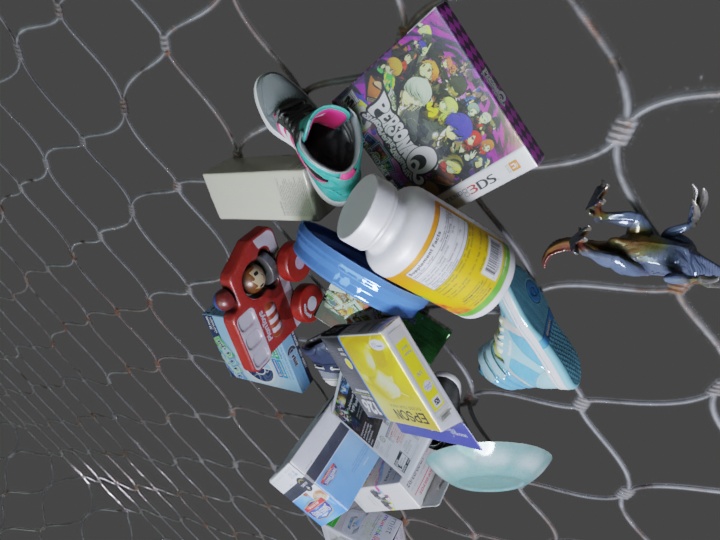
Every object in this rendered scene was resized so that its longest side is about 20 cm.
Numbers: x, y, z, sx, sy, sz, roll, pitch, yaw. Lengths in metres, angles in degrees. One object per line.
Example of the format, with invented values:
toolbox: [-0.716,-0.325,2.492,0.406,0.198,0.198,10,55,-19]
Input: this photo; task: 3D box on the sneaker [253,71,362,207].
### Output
sneaker: [-0.063,-0.179,0.651,0.201,0.083,0.121,53,165,2]

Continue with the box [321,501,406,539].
box: [0.018,0.654,1.270,0.175,0.097,0.201,12,128,30]

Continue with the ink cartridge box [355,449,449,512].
ink cartridge box: [0.077,0.379,1.000,0.068,0.115,0.199,50,135,-10]

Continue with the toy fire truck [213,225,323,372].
toy fire truck: [-0.159,0.042,0.867,0.111,0.168,0.201,6,126,31]

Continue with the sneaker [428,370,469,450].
sneaker: [0.133,0.272,0.891,0.070,0.099,0.201,8,128,28]

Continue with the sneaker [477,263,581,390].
sneaker: [0.195,0.088,0.721,0.130,0.080,0.201,-21,108,42]

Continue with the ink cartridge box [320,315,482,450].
ink cartridge box: [0.043,0.159,0.721,0.201,0.047,0.197,60,153,-5]

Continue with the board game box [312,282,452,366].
board game box: [0.032,0.082,0.834,0.199,0.023,0.105,34,102,10]

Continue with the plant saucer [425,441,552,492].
plant saucer: [0.204,0.320,0.851,0.199,0.039,0.202,2,145,1]

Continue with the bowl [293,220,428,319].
bowl: [0.000,0.000,0.714,0.200,0.201,0.040,32,99,10]

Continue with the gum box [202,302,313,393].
gum box: [-0.207,0.154,1.077,0.199,0.045,0.171,5,126,33]

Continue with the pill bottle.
pill bottle: [0.076,-0.030,0.634,0.199,0.112,0.111,27,141,-24]

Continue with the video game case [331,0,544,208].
video game case: [0.085,-0.169,0.630,0.181,0.036,0.201,-26,106,44]

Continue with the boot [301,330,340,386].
boot: [-0.021,0.144,0.917,0.199,0.073,0.090,-24,113,44]

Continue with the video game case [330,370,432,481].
video game case: [0.034,0.230,0.864,0.181,0.023,0.201,36,139,22]

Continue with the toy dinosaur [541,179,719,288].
toy dinosaur: [0.326,-0.027,0.571,0.180,0.106,0.200,24,172,0]

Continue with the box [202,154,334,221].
box: [-0.132,-0.123,0.794,0.199,0.068,0.083,6,126,32]

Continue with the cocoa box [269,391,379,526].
cocoa box: [-0.047,0.338,0.994,0.131,0.200,0.134,39,137,2]
